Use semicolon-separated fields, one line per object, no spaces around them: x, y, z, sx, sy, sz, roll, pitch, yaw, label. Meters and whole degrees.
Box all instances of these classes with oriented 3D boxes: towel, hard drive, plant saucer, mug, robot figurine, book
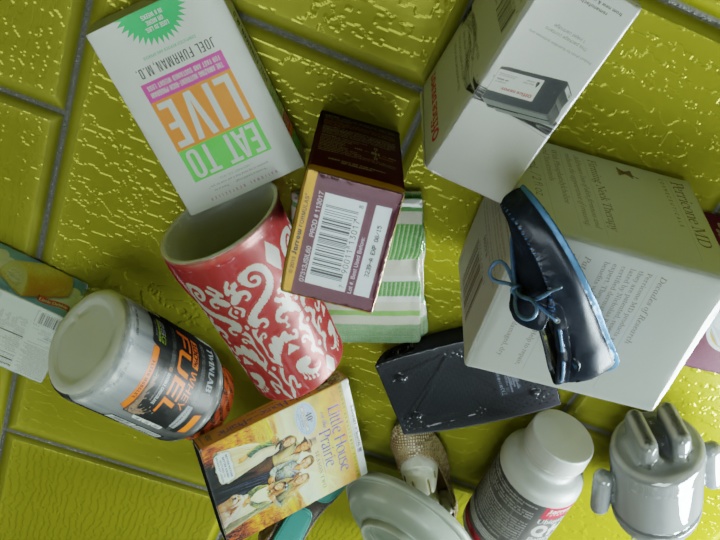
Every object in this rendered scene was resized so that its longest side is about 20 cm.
0.000;0.000;0.998;0.149;0.024;0.203;0;129;5;towel
0.127;0.124;1.071;0.196;0.043;0.137;-14;125;14;hard drive
0.055;0.346;1.186;0.197;0.050;0.202;26;145;20;plant saucer
-0.111;0.017;0.964;0.132;0.177;0.202;-34;122;-11;mug
0.361;0.255;1.111;0.166;0.114;0.203;-11;127;4;robot figurine
-0.150;-0.167;0.868;0.131;0.048;0.202;-19;122;13;book

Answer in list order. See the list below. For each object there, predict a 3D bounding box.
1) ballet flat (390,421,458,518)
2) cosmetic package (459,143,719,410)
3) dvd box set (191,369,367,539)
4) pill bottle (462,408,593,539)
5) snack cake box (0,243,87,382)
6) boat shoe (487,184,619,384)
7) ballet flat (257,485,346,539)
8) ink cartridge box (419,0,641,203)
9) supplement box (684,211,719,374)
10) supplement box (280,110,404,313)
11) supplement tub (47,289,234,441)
0.088;0.278;1.179;0.069;0.066;0.202;-16;125;13;ballet flat
0.213;0.000;0.880;0.195;0.169;0.169;13;126;-7;cosmetic package
-0.091;0.225;1.091;0.197;0.029;0.149;-22;118;-22;dvd box set
0.211;0.270;1.135;0.108;0.112;0.202;15;128;-8;pill bottle
-0.424;0.031;1.021;0.197;0.068;0.115;27;126;-17;snack cake box
0.153;0.026;0.736;0.068;0.085;0.202;-27;118;8;boat shoe
-0.073;0.291;1.188;0.068;0.067;0.201;39;87;-20;ballet flat
0.133;-0.183;0.768;0.083;0.146;0.201;22;127;-15;ink cartridge box
0.407;0.035;0.945;0.195;0.104;0.133;12;127;-6;supplement box
-0.014;-0.060;0.824;0.084;0.201;0.113;14;113;-5;supplement box
-0.237;0.115;1.014;0.121;0.125;0.200;-25;144;21;supplement tub
